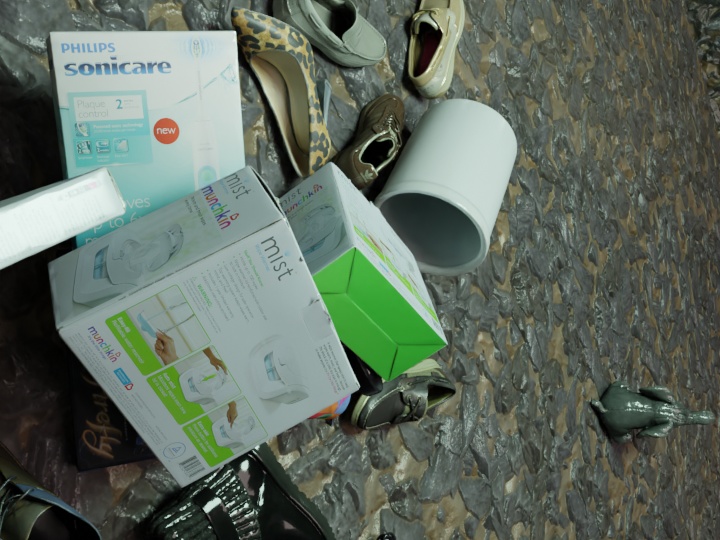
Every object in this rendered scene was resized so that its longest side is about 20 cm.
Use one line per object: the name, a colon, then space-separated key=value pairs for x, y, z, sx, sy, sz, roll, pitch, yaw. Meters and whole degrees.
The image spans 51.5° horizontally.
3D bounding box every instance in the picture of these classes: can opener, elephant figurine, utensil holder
can opener: x=-0.035 y=0.068 z=0.939 sx=0.063 sy=0.078 sz=0.201 roll=-37 pitch=101 yaw=-54
elephant figurine: x=0.623 y=0.298 z=1.586 sx=0.155 sy=0.199 sz=0.142 roll=-40 pitch=116 yaw=-44
utensil holder: x=0.124 y=-0.122 z=1.069 sx=0.170 sy=0.169 sz=0.200 roll=52 pitch=47 yaw=-33

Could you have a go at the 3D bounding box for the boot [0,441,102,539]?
boot: x=-0.288 y=0.172 z=0.592 sx=0.200 sy=0.097 sz=0.075 roll=52 pitch=49 yaw=-33

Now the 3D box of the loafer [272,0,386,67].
loafer: x=-0.026 y=-0.319 z=0.983 sx=0.200 sy=0.070 sz=0.070 roll=4 pitch=82 yaw=-50

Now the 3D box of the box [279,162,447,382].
box: x=0.000 y=0.000 z=0.896 sx=0.200 sy=0.097 sz=0.177 roll=45 pitch=17 yaw=-38

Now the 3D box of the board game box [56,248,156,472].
board game box: x=-0.207 y=0.076 z=0.706 sx=0.135 sy=0.035 sz=0.201 roll=-6 pitch=90 yaw=-24

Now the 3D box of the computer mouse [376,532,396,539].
computer mouse: x=-0.021 y=0.418 z=0.929 sx=0.200 sy=0.046 sz=0.141 roll=-4 pitch=93 yaw=-55

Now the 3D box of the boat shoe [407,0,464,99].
boat shoe: x=0.112 y=-0.370 z=1.152 sx=0.069 sy=0.073 sz=0.201 roll=21 pitch=71 yaw=-53

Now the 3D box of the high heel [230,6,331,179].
high heel: x=-0.094 y=-0.205 z=0.884 sx=0.200 sy=0.071 sz=0.143 roll=37 pitch=52 yaw=-52

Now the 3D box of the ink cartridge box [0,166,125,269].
ink cartridge box: x=-0.299 y=-0.008 z=0.522 sx=0.200 sy=0.196 sz=0.043 roll=-34 pitch=110 yaw=-47

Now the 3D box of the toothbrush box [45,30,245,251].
toothbrush box: x=-0.178 y=-0.099 z=0.637 sx=0.146 sy=0.085 sz=0.201 roll=-7 pitch=104 yaw=-24

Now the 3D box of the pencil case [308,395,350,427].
pencil case: x=-0.097 y=0.129 z=0.837 sx=0.200 sy=0.088 sz=0.089 roll=15 pitch=75 yaw=-48

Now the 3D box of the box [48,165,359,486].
box: x=-0.117 y=0.050 z=0.605 sx=0.176 sy=0.097 sz=0.200 roll=-29 pitch=131 yaw=-8

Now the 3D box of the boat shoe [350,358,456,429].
boat shoe: x=0.066 y=0.173 z=1.024 sx=0.200 sy=0.065 sz=0.073 roll=-19 pitch=134 yaw=-49

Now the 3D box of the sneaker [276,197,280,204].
sneaker: x=-0.164 y=-0.005 z=0.795 sx=0.086 sy=0.078 sz=0.201 roll=27 pitch=75 yaw=-8

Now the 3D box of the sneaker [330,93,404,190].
sneaker: x=0.031 y=-0.177 z=1.030 sx=0.071 sy=0.075 sz=0.200 roll=54 pitch=49 yaw=-31

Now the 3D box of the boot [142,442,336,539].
boot: x=-0.123 y=0.292 z=0.786 sx=0.211 sy=0.079 sz=0.158 roll=56 pitch=40 yaw=-16
